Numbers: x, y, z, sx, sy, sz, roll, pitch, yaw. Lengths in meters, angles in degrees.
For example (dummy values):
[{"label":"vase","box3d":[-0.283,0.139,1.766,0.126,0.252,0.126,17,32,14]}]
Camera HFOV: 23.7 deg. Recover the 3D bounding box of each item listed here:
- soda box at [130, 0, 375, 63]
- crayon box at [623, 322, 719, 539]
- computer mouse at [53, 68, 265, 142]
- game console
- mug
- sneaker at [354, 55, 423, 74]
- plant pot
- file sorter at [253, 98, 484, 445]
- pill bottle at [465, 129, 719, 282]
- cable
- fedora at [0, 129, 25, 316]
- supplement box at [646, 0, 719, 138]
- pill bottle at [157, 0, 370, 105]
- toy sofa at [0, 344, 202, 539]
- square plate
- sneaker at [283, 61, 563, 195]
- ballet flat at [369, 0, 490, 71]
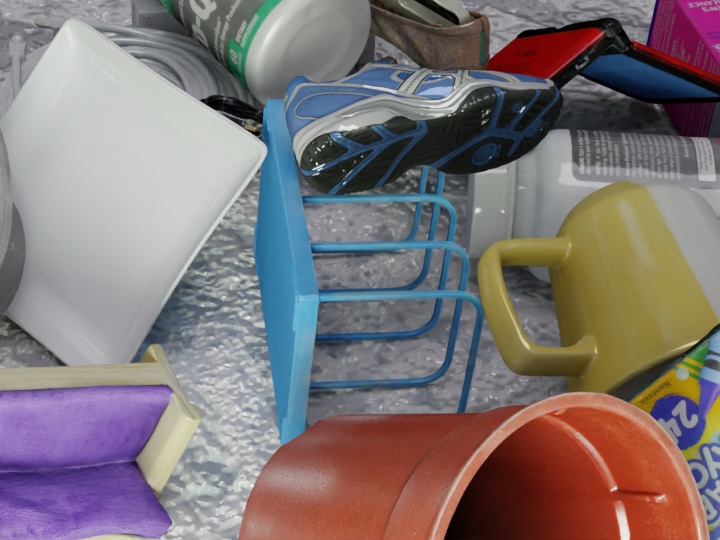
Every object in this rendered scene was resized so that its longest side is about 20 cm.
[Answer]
[{"label":"soda box","box3d":[-0.088,-0.209,1.420,0.199,0.068,0.064,-6,43,-10]},{"label":"crayon box","box3d":[0.221,0.144,0.960,0.126,0.052,0.200,-38,84,1]},{"label":"computer mouse","box3d":[-0.150,-0.125,1.231,0.199,0.034,0.059,14,42,21]},{"label":"game console","box3d":[0.165,-0.122,1.301,0.172,0.119,0.200,-40,12,-8]},{"label":"mug","box3d":[0.180,0.018,1.085,0.149,0.186,0.154,-30,53,21]},{"label":"sneaker","box3d":[0.013,-0.109,1.289,0.088,0.074,0.200,-23,14,-9]},{"label":"plant pot","box3d":[0.047,0.159,0.910,0.200,0.202,0.195,-32,19,-33]},{"label":"file sorter","box3d":[0.000,0.000,1.148,0.122,0.139,0.201,-1,42,-11]},{"label":"pill bottle","box3d":[0.177,-0.044,1.224,0.199,0.111,0.111,4,42,0]},{"label":"cable","box3d":[-0.181,-0.109,1.305,0.199,0.069,0.201,4,43,1]},{"label":"fedora","box3d":[-0.291,-0.029,1.162,0.176,0.090,0.201,-27,63,14]},{"label":"supplement box","box3d":[0.309,-0.143,1.349,0.101,0.104,0.200,-7,45,-13]},{"label":"pill bottle","box3d":[-0.093,-0.222,1.308,0.113,0.113,0.200,-26,55,-28]},{"label":"toy sofa","box3d":[-0.195,0.107,1.006,0.199,0.083,0.098,0,44,-37]},{"label":"square plate","box3d":[-0.184,-0.047,1.189,0.198,0.028,0.200,34,91,24]},{"label":"sneaker","box3d":[0.043,-0.108,1.119,0.199,0.076,0.077,-8,49,-27]},{"label":"ballet flat","box3d":[0.023,-0.217,1.340,0.200,0.067,0.068,31,45,22]}]
